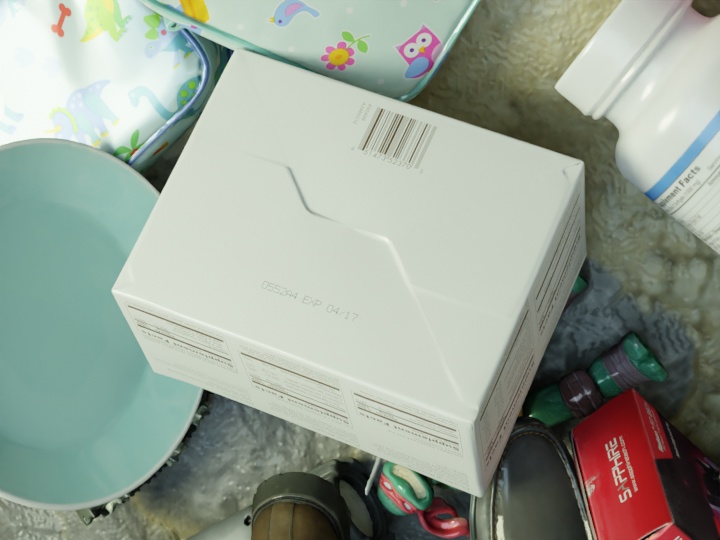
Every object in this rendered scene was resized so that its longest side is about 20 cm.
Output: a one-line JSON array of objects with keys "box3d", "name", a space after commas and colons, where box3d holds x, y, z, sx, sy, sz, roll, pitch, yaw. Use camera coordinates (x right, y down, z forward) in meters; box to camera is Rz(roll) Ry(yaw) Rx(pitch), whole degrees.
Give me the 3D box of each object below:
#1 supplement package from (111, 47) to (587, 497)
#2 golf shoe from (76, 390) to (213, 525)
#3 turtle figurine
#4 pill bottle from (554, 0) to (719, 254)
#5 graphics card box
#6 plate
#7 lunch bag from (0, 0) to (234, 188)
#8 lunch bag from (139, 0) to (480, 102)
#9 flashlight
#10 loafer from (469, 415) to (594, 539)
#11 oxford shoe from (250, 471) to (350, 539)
[{"box3d": [0.000, 0.000, 1.103, 0.199, 0.111, 0.156, 20, 68, 15], "name": "supplement package"}, {"box3d": [-0.127, 0.055, 1.247, 0.088, 0.077, 0.200, 33, 102, 11], "name": "golf shoe"}, {"box3d": [0.068, 0.088, 1.186, 0.200, 0.101, 0.150, -44, 106, 6], "name": "turtle figurine"}, {"box3d": [0.205, -0.066, 1.100, 0.200, 0.112, 0.112, 40, 111, 2], "name": "pill bottle"}, {"box3d": [0.199, 0.165, 1.124, 0.051, 0.126, 0.200, -40, 114, 17], "name": "graphics card box"}, {"box3d": [-0.166, 0.029, 1.134, 0.026, 0.200, 0.201, -8, 105, 49], "name": "plate"}, {"box3d": [-0.182, -0.113, 1.204, 0.161, 0.082, 0.200, 46, 111, -2], "name": "lunch bag"}, {"box3d": [-0.030, -0.183, 1.115, 0.199, 0.077, 0.161, 23, 115, -20], "name": "lunch bag"}, {"box3d": [-0.076, 0.183, 1.268, 0.200, 0.068, 0.068, -31, 110, 20], "name": "flashlight"}, {"box3d": [0.105, 0.177, 1.119, 0.073, 0.072, 0.201, -12, 91, -10], "name": "loafer"}, {"box3d": [-0.027, 0.216, 1.200, 0.072, 0.085, 0.200, -10, 126, 12], "name": "oxford shoe"}]
